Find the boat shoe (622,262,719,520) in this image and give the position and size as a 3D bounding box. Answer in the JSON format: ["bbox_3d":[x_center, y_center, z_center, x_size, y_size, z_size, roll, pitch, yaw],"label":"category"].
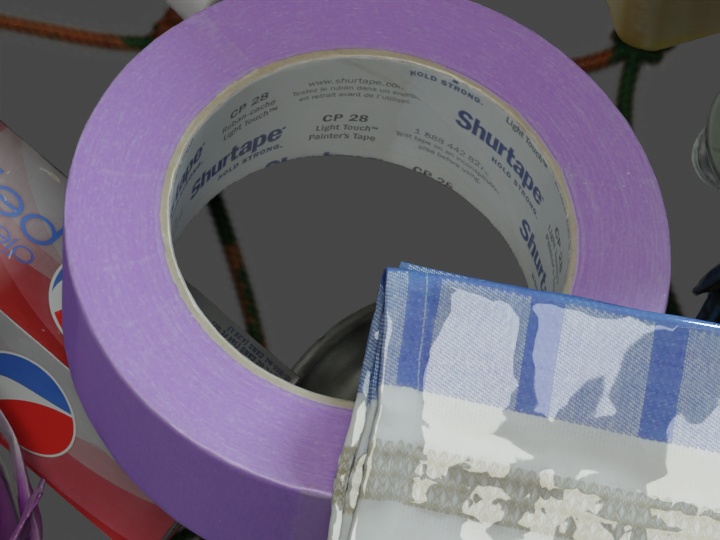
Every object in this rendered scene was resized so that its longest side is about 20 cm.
[{"bbox_3d":[0.144,0.020,0.739,0.084,0.069,0.200,5,58,46],"label":"boat shoe"}]

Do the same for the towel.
[{"bbox_3d":[0.057,0.105,0.680,0.147,0.024,0.200,11,81,-1],"label":"towel"}]

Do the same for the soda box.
[{"bbox_3d":[-0.124,0.009,0.823,0.200,0.063,0.070,40,47,3],"label":"soda box"}]

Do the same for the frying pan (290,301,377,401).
[{"bbox_3d":[0.027,0.088,0.800,0.115,0.031,0.190,-37,50,11],"label":"frying pan"}]

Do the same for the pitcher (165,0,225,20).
[{"bbox_3d":[-0.017,-0.189,0.853,0.171,0.121,0.200,-10,69,-12],"label":"pitcher"}]

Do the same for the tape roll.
[{"bbox_3d":[0.000,0.000,0.774,0.200,0.066,0.200,4,59,-6],"label":"tape roll"}]

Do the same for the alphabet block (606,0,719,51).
[{"bbox_3d":[0.159,-0.209,0.791,0.196,0.200,0.196,-14,81,2],"label":"alphabet block"}]

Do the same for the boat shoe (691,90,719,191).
[{"bbox_3d":[0.217,-0.075,0.836,0.202,0.065,0.075,-24,91,-1],"label":"boat shoe"}]

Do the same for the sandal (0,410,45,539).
[{"bbox_3d":[-0.134,0.075,0.772,0.050,0.203,0.083,9,51,17],"label":"sandal"}]
